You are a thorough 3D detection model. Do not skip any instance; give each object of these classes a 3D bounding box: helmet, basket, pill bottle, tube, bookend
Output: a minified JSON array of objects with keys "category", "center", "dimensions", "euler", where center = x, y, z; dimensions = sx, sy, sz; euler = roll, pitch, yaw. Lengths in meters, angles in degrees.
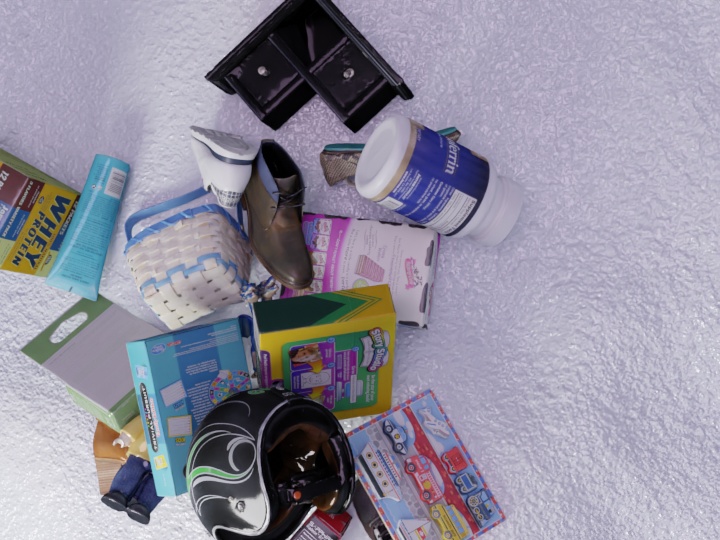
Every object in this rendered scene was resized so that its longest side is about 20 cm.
[{"category":"helmet","center":[-0.120,0.245,1.502],"dimensions":[0.191,0.200,0.200],"euler":[-20,79,48]},{"category":"basket","center":[-0.238,-0.029,1.683],"dimensions":[0.176,0.139,0.200],"euler":[-22,53,11]},{"category":"pill bottle","center":[0.103,-0.111,1.585],"dimensions":[0.200,0.116,0.116],"euler":[24,90,-22]},{"category":"tube","center":[-0.379,-0.063,1.738],"dimensions":[0.077,0.050,0.200],"euler":[19,81,-21]},{"category":"bookend","center":[-0.070,-0.254,1.683],"dimensions":[0.200,0.092,0.199],"euler":[-41,79,6]}]

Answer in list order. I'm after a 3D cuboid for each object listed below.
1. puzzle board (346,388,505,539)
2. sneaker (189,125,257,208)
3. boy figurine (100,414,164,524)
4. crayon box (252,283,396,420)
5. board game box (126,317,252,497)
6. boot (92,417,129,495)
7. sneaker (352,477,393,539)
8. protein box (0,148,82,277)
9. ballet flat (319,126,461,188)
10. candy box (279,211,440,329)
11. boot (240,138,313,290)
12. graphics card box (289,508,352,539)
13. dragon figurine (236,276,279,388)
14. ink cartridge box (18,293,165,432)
[{"category":"puzzle board","center":[0.082,0.272,1.602],"dimensions":[0.151,0.017,0.200],"euler":[-25,78,-25]},{"category":"sneaker","center":[-0.193,-0.145,1.659],"dimensions":[0.076,0.200,0.081],"euler":[4,106,-16]},{"category":"boy figurine","center":[-0.257,0.234,1.616],"dimensions":[0.124,0.064,0.200],"euler":[31,65,-4]},{"category":"crayon box","center":[-0.045,0.113,1.571],"dimensions":[0.172,0.200,0.058],"euler":[-8,47,-10]},{"category":"board game box","center":[-0.210,0.174,1.591],"dimensions":[0.047,0.151,0.200],"euler":[-8,93,48]},{"category":"boot","center":[-0.275,0.224,1.697],"dimensions":[0.200,0.077,0.156],"euler":[-8,78,17]},{"category":"sneaker","center":[0.052,0.352,1.606],"dimensions":[0.077,0.082,0.200],"euler":[-36,79,6]},{"category":"protein box","center":[-0.525,-0.100,1.706],"dimensions":[0.200,0.199,0.135],"euler":[28,91,12]},{"category":"ballet flat","center":[0.044,-0.146,1.671],"dimensions":[0.200,0.068,0.075],"euler":[-7,105,15]},{"category":"candy box","center":[0.000,0.000,1.660],"dimensions":[0.200,0.061,0.137],"euler":[8,85,13]},{"category":"boot","center":[-0.106,-0.075,1.601],"dimensions":[0.075,0.097,0.200],"euler":[-12,58,-25]},{"category":"graphics card box","center":[-0.097,0.395,1.610],"dimensions":[0.051,0.125,0.200],"euler":[39,94,5]},{"category":"dragon figurine","center":[-0.132,0.088,1.648],"dimensions":[0.059,0.200,0.100],"euler":[-12,60,-18]},{"category":"ink cartridge box","center":[-0.350,0.121,1.694],"dimensions":[0.200,0.048,0.146],"euler":[25,55,33]}]
